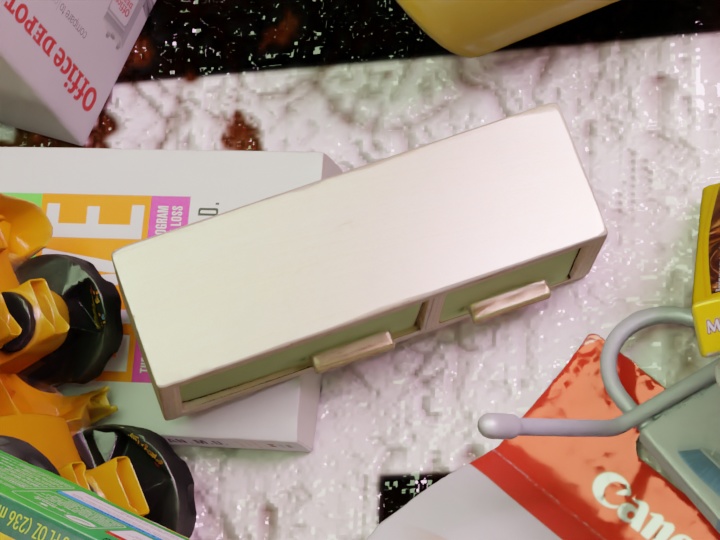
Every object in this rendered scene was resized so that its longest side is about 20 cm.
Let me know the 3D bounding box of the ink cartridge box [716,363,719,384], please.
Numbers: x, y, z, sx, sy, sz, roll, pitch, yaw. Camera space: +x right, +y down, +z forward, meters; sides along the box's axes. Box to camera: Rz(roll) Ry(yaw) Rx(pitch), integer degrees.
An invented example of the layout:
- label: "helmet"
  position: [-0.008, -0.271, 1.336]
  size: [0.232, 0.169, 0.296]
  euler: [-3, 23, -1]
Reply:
- label: "ink cartridge box"
  position: [0.250, 0.087, 0.962]
  size: [0.199, 0.050, 0.163]
  euler: [-16, 79, -4]

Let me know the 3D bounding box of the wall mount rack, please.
- label: "wall mount rack"
  position: [0.149, 0.082, 1.009]
  size: [0.173, 0.075, 0.200]
  euler: [-28, 59, -21]

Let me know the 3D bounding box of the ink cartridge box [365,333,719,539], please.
- label: "ink cartridge box"
  position: [0.086, 0.139, 1.041]
  size: [0.162, 0.050, 0.200]
  euler: [39, 86, 26]

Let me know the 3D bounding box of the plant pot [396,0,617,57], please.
- label: "plant pot"
  position: [0.091, -0.195, 1.107]
  size: [0.189, 0.201, 0.201]
  euler: [-33, 62, 20]

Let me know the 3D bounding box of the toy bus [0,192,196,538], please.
- label: "toy bus"
  position: [-0.190, 0.089, 1.090]
  size: [0.192, 0.136, 0.201]
  euler: [-26, 79, 24]

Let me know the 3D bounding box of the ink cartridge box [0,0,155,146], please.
- label: "ink cartridge box"
  position: [-0.144, -0.179, 1.187]
  size: [0.083, 0.147, 0.200]
  euler: [19, 76, 21]

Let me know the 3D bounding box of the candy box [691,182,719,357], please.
- label: "candy box"
  position: [0.185, -0.012, 1.004]
  size: [0.102, 0.200, 0.027]
  euler: [-10, 103, 11]

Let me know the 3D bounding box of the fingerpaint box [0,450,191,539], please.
- label: "fingerpaint box"
  position: [-0.154, 0.156, 0.948]
  size: [0.200, 0.073, 0.167]
  euler: [23, 95, 26]

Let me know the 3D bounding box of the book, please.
- label: "book"
  position: [-0.112, 0.013, 1.160]
  size: [0.199, 0.048, 0.134]
  euler: [1, 75, 17]

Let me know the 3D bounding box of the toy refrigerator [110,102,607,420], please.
- label: "toy refrigerator"
  position: [0.000, 0.000, 1.079]
  size: [0.199, 0.076, 0.070]
  euler: [-19, 77, -7]
